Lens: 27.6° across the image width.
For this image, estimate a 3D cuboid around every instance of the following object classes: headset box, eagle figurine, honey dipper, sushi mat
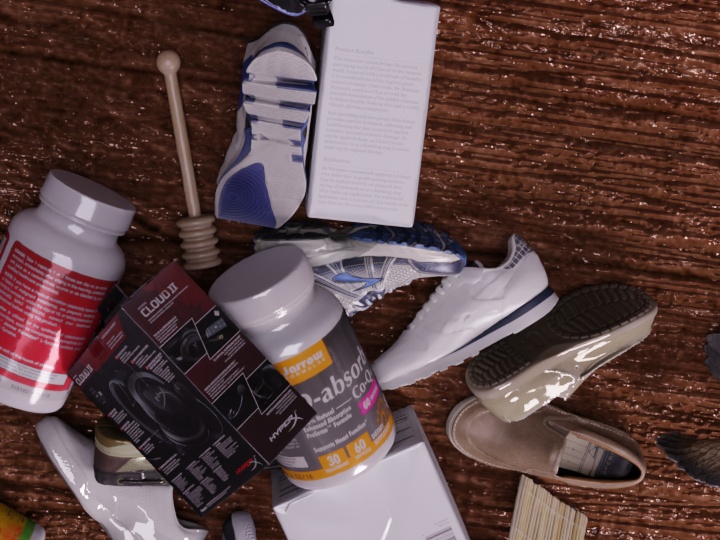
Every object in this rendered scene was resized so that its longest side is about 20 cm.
[{"bbox_3d":[-0.156,0.099,1.269,0.200,0.149,0.077,47,50,0],"label":"headset box"},{"bbox_3d":[0.401,0.170,1.411,0.200,0.152,0.151,40,117,-17],"label":"eagle figurine"},{"bbox_3d":[-0.160,-0.102,1.348,0.038,0.038,0.202,-8,101,-3],"label":"honey dipper"},{"bbox_3d":[0.170,0.303,1.401,0.095,0.012,0.201,32,54,-23],"label":"sushi mat"}]

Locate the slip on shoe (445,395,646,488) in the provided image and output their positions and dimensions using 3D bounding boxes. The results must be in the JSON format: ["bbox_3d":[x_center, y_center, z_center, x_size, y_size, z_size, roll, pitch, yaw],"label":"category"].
[{"bbox_3d":[0.182,0.171,1.422,0.198,0.061,0.077,18,100,-8],"label":"slip on shoe"}]

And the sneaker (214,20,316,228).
[{"bbox_3d":[-0.076,-0.143,1.326,0.080,0.116,0.201,12,130,-6],"label":"sneaker"}]

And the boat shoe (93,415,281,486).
[{"bbox_3d":[-0.157,0.173,1.379,0.199,0.072,0.067,5,116,-27],"label":"boat shoe"}]

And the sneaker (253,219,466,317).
[{"bbox_3d":[0.000,0.000,1.372,0.198,0.077,0.086,1,110,3],"label":"sneaker"}]

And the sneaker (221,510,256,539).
[{"bbox_3d":[-0.156,0.330,1.419,0.113,0.076,0.202,3,104,-8],"label":"sneaker"}]

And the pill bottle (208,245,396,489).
[{"bbox_3d":[-0.054,0.087,1.319,0.116,0.117,0.201,-25,113,1],"label":"pill bottle"}]

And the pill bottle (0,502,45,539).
[{"bbox_3d":[-0.405,0.241,1.361,0.199,0.111,0.112,32,98,-11],"label":"pill bottle"}]

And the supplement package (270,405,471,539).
[{"bbox_3d":[0.023,0.261,1.402,0.155,0.111,0.202,-23,104,1],"label":"supplement package"}]

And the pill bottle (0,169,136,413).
[{"bbox_3d":[-0.281,0.017,1.323,0.111,0.112,0.201,25,99,-10],"label":"pill bottle"}]

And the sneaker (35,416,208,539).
[{"bbox_3d":[-0.226,0.202,1.398,0.088,0.075,0.201,-40,106,-11],"label":"sneaker"}]

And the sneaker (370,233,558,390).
[{"bbox_3d":[0.087,0.045,1.389,0.199,0.076,0.081,-30,95,-5],"label":"sneaker"}]

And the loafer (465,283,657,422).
[{"bbox_3d":[0.194,0.079,1.400,0.199,0.076,0.069,-25,129,-6],"label":"loafer"}]

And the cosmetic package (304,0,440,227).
[{"bbox_3d":[0.008,-0.148,1.333,0.100,0.071,0.202,6,102,-6],"label":"cosmetic package"}]

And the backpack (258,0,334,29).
[{"bbox_3d":[-0.070,-0.337,1.247,0.199,0.154,0.191,29,106,-16],"label":"backpack"}]
